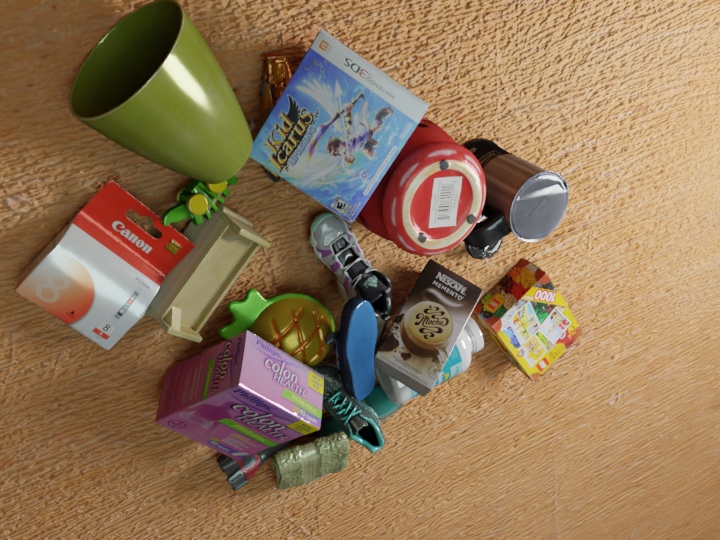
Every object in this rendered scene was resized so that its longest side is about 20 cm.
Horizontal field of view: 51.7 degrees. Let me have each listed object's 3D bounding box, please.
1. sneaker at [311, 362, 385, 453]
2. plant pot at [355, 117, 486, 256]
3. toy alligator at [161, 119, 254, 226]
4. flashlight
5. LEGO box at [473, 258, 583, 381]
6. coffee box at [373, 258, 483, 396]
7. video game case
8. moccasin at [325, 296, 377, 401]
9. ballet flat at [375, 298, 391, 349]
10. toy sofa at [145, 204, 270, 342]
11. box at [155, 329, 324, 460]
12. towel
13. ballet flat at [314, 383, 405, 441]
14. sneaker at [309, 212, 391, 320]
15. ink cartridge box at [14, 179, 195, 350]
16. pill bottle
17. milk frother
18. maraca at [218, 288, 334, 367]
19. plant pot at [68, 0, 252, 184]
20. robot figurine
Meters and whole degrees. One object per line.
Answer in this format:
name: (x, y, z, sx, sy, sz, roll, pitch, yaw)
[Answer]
sneaker: (-0.018, 0.242, 1.297, 0.078, 0.091, 0.200, -43, 114, -2)
plant pot: (0.080, -0.133, 1.163, 0.198, 0.183, 0.203, -11, 118, -20)
toy alligator: (-0.206, -0.129, 1.079, 0.201, 0.059, 0.054, -51, 127, -13)
flashlight: (-0.158, 0.311, 1.334, 0.199, 0.068, 0.068, -31, 134, -17)
LEGO box: (0.333, 0.100, 1.477, 0.149, 0.077, 0.200, -44, 126, -2)
coffee box: (0.115, 0.099, 1.288, 0.112, 0.080, 0.201, 29, 72, 4)
video game case: (-0.033, -0.198, 1.039, 0.180, 0.046, 0.201, 32, 105, -10)
moccasin: (-0.021, 0.127, 1.210, 0.080, 0.068, 0.202, -25, 131, -37)
ballet flat: (0.000, 0.129, 1.324, 0.062, 0.068, 0.202, 9, 109, -21)
toy sofa: (-0.239, -0.001, 1.129, 0.201, 0.097, 0.083, -54, 149, 4)
box: (-0.189, 0.204, 1.179, 0.199, 0.098, 0.175, -26, 134, 31)
towel: (-0.087, 0.346, 1.334, 0.147, 0.037, 0.201, -17, 153, -13)
ballet flat: (0.002, 0.276, 1.408, 0.198, 0.071, 0.066, -25, 151, -12)
sneaker: (0.000, 0.000, 1.206, 0.078, 0.140, 0.201, -41, 128, -12)
ink cartridge box: (-0.356, -0.002, 1.051, 0.200, 0.050, 0.162, -42, 122, 11)
pill bottle: (0.127, 0.157, 1.375, 0.198, 0.111, 0.112, -25, 124, -14)
milk frother: (0.250, -0.093, 1.266, 0.199, 0.188, 0.181, 36, 96, -36)
maraca: (-0.132, 0.099, 1.210, 0.198, 0.107, 0.139, 16, 96, -29)
plant pot: (-0.236, -0.208, 0.968, 0.187, 0.187, 0.200, -46, 136, 0)
robot figurine: (-0.088, -0.220, 1.101, 0.143, 0.058, 0.202, -12, 119, -18)
